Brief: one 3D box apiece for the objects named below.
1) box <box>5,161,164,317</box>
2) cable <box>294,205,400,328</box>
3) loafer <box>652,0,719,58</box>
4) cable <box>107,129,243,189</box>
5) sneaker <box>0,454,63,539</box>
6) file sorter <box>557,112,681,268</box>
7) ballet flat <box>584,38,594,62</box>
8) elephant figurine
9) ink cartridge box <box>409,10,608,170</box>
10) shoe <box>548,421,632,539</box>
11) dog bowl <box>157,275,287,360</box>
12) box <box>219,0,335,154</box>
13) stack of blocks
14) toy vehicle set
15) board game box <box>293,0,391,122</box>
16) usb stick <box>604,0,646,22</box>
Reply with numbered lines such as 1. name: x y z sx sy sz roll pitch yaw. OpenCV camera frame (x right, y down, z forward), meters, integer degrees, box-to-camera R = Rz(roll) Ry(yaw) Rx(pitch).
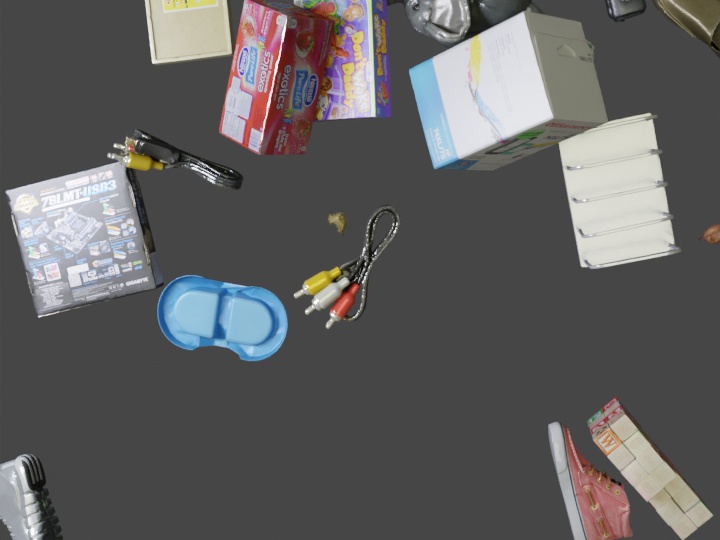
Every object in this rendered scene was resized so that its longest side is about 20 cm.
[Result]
1. box: -0.418 -0.048 1.735 0.198 0.050 0.200 -14 93 7
2. cable: 0.000 0.000 1.687 0.097 0.050 0.200 43 99 -5
3. loafer: 0.490 -0.354 1.595 0.200 0.067 0.076 38 98 1
4. cable: -0.275 -0.159 1.706 0.199 0.097 0.051 20 109 -16
5. sneaker: -0.540 0.396 1.790 0.115 0.075 0.202 -15 84 12
6. file sorter: 0.365 -0.110 1.606 0.137 0.125 0.202 -11 95 8
7. ballet flat: 0.243 -0.276 1.633 0.199 0.072 0.072 -32 92 9
8. elephant figurine: 0.131 -0.371 1.617 0.199 0.156 0.141 -35 135 19
9. ink cartridge box: 0.198 -0.234 1.527 0.199 0.146 0.147 -21 80 41
10. shoe: 0.339 0.310 1.682 0.090 0.071 0.202 -15 99 6
11. dog bowl: -0.203 0.069 1.724 0.198 0.050 0.113 10 97 6
12. box: -0.120 -0.273 1.621 0.099 0.095 0.202 29 115 39
13. stack of blocks: 0.417 0.287 1.646 0.058 0.115 0.200 -40 91 9
14. toy vehicle set: -0.257 -0.413 1.691 0.123 0.027 0.202 -4 95 7
15. board game box: -0.026 -0.318 1.640 0.133 0.045 0.202 1 96 33
16. usb stick: 0.357 -0.454 1.617 0.055 0.033 0.202 -14 94 8
